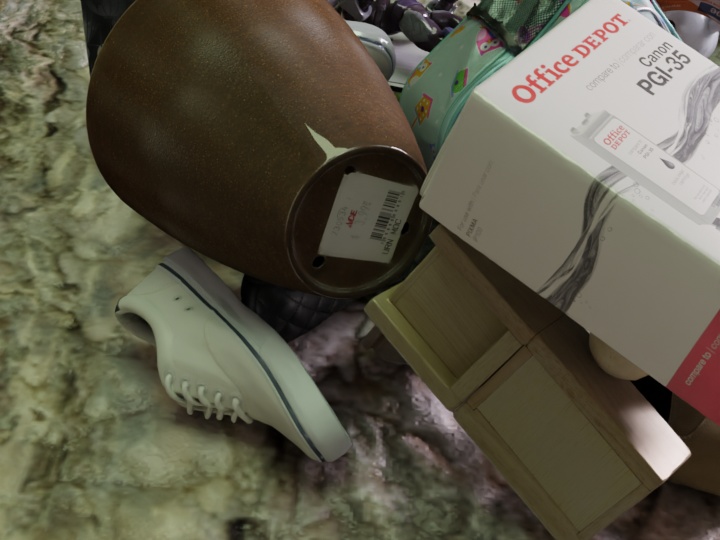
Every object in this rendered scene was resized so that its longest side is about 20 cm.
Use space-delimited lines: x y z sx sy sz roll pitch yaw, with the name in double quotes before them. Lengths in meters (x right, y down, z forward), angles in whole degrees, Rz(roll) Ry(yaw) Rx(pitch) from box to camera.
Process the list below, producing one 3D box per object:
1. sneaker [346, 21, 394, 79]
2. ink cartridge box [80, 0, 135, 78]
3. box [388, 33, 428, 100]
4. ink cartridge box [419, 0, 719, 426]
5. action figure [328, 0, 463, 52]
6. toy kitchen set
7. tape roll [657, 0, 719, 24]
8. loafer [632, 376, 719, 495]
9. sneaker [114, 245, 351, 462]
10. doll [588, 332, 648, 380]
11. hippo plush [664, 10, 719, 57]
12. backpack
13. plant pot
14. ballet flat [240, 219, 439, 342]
"sneaker" -0.069 -0.116 1.000 0.200 0.073 0.071 -16 44 -1
"ink cartridge box" -0.171 -0.204 1.142 0.099 0.200 0.039 6 33 13
"box" 0.060 -0.147 1.182 0.200 0.060 0.117 14 35 20
"ink cartridge box" 0.152 -0.034 0.715 0.200 0.083 0.146 37 46 13
"action figure" 0.050 -0.198 1.135 0.200 0.070 0.130 32 32 32
"toy kitchen set" 0.109 0.056 0.853 0.181 0.163 0.200 50 40 11
"tape roll" 0.263 -0.180 1.136 0.200 0.066 0.201 0 67 -1
"loafer" 0.190 0.053 0.854 0.067 0.076 0.200 3 32 -7
"sneaker" -0.080 0.063 0.864 0.071 0.073 0.200 -40 45 -11
"doll" 0.177 0.000 0.791 0.137 0.048 0.200 52 45 -2
"hippo plush" 0.260 -0.239 1.290 0.200 0.159 0.161 34 47 -23
"backpack" 0.133 -0.108 0.989 0.200 0.176 0.153 -39 40 6
"plant pot" -0.043 -0.069 0.858 0.187 0.187 0.200 -16 33 -23
"ballet flat" 0.000 0.000 0.976 0.200 0.057 0.066 -18 29 -36
